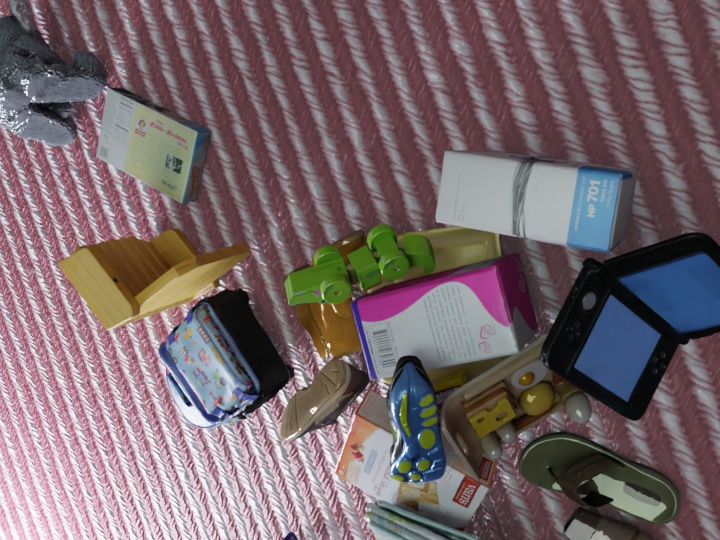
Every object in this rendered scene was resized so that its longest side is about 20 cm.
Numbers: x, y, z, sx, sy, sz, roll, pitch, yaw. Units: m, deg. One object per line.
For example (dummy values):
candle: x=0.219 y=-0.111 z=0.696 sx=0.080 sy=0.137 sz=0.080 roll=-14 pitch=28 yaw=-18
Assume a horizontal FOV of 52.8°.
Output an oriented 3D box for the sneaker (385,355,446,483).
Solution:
sneaker: x=0.066 y=0.184 z=0.869 sx=0.069 sy=0.084 sz=0.204 roll=-3 pitch=128 yaw=3

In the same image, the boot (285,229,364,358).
boot: x=-0.025 y=0.040 z=1.009 sx=0.200 sy=0.070 sz=0.147 roll=-33 pitch=84 yaw=51

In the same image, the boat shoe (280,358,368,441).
boat shoe: x=-0.056 y=0.201 z=1.075 sx=0.201 sy=0.063 sz=0.073 roll=-50 pitch=32 yaw=38

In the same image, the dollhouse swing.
dollhouse swing: x=-0.296 y=-0.028 z=1.082 sx=0.182 sy=0.199 sz=0.176 roll=48 pitch=118 yaw=11

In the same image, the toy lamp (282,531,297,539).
toy lamp: x=-0.046 y=0.492 z=1.133 sx=0.197 sy=0.058 sz=0.059 roll=29 pitch=112 yaw=20

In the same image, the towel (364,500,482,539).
towel: x=0.106 y=0.386 z=0.987 sx=0.196 sy=0.049 sz=0.173 roll=18 pitch=151 yaw=25

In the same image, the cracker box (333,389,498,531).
cracker box: x=0.071 y=0.267 z=0.985 sx=0.196 sy=0.058 sz=0.136 roll=26 pitch=129 yaw=10

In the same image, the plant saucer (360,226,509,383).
plant saucer: x=0.107 y=0.045 z=0.966 sx=0.195 sy=0.048 sz=0.206 roll=-5 pitch=98 yaw=28

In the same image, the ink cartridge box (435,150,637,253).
ink cartridge box: x=0.203 y=-0.085 z=0.831 sx=0.195 sy=0.146 sz=0.088 roll=13 pitch=105 yaw=25

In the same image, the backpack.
backpack: x=-0.229 y=0.155 z=1.123 sx=0.199 sy=0.134 sz=0.185 roll=-39 pitch=80 yaw=31

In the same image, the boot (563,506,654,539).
boot: x=0.300 y=0.405 z=0.923 sx=0.145 sy=0.070 sz=0.203 roll=34 pitch=114 yaw=16

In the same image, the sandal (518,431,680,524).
sandal: x=0.293 y=0.260 z=0.902 sx=0.196 sy=0.057 sz=0.082 roll=12 pitch=106 yaw=26

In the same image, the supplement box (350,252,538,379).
supplement box: x=0.103 y=0.057 z=0.886 sx=0.196 sy=0.103 sz=0.104 roll=-14 pitch=93 yaw=31

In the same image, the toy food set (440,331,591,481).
toy food set: x=0.199 y=0.166 z=0.857 sx=0.197 sy=0.144 sz=0.061 roll=-32 pitch=44 yaw=4

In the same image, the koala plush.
koala plush: x=-0.552 y=-0.340 z=1.188 sx=0.177 sy=0.182 sz=0.202 roll=-43 pitch=68 yaw=27

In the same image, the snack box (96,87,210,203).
snack box: x=-0.335 y=-0.202 z=1.162 sx=0.197 sy=0.037 sz=0.119 roll=28 pitch=112 yaw=21

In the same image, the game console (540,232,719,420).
game console: x=0.313 y=0.069 z=0.757 sx=0.116 sy=0.198 sz=0.179 roll=25 pitch=86 yaw=57

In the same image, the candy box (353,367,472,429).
candy box: x=0.090 y=0.205 z=0.990 sx=0.198 sy=0.027 sz=0.103 roll=-28 pitch=108 yaw=37

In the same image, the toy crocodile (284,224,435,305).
toy crocodile: x=0.000 y=0.000 z=0.909 sx=0.195 sy=0.068 sz=0.063 roll=-21 pitch=135 yaw=-6
